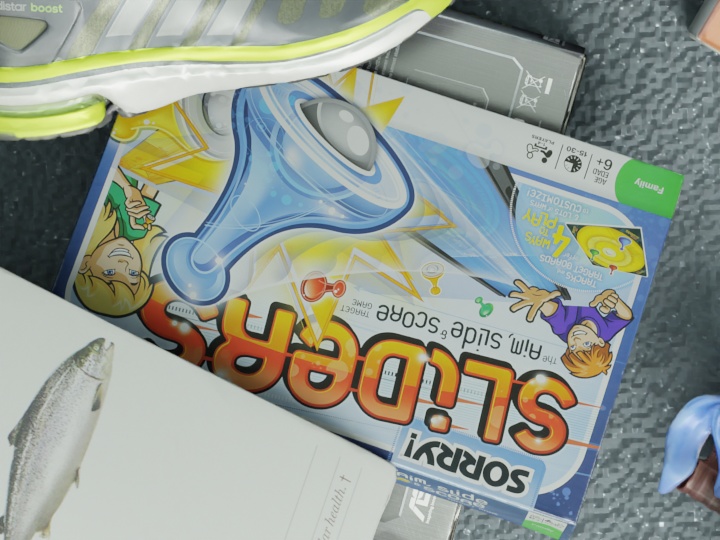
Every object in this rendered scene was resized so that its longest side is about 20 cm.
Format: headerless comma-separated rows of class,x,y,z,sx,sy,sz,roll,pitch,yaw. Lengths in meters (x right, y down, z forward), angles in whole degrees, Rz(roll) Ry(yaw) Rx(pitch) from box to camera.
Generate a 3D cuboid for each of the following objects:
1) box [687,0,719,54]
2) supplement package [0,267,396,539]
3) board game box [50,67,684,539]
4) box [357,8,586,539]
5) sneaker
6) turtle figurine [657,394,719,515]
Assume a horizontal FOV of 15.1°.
box,0.234,-0.089,0.975,0.200,0.097,0.125,29,98,1
supplement package,-0.110,0.088,0.920,0.200,0.117,0.117,27,62,-15
board game box,0.000,0.000,0.964,0.199,0.034,0.136,18,74,3
box,-0.015,-0.008,1.030,0.158,0.048,0.201,15,97,4
sneaker,-0.051,-0.105,0.918,0.199,0.074,0.081,-17,118,-9
turtle figurine,0.204,0.130,0.958,0.199,0.144,0.194,-4,119,26
